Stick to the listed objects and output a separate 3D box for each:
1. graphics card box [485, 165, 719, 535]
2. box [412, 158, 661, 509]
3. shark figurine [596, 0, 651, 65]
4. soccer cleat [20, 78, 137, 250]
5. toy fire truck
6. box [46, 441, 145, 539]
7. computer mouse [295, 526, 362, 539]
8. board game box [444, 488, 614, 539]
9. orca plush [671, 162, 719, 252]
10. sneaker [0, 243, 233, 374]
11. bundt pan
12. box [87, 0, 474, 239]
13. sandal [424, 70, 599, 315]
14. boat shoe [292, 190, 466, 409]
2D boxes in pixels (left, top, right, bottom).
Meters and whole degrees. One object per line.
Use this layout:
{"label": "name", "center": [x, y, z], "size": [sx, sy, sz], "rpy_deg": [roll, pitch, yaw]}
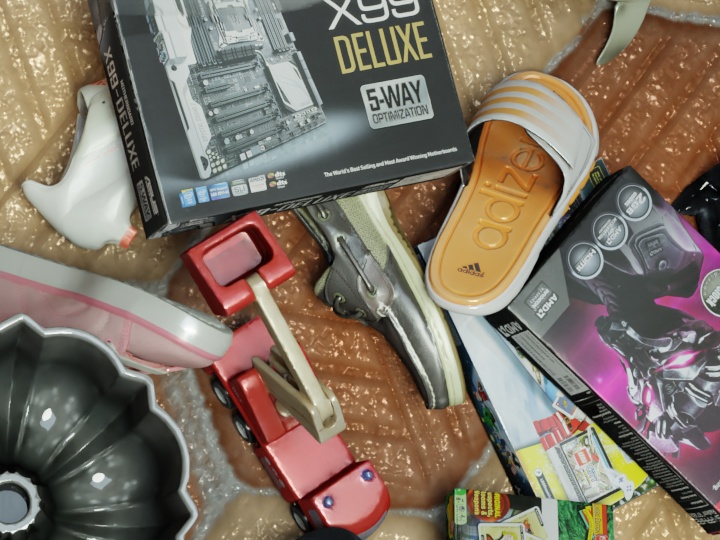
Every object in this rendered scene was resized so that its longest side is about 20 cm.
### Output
{"label": "graphics card box", "center": [0.189, 0.049, 1.629], "size": [0.200, 0.051, 0.126], "rpy_deg": [44, 74, -4]}
{"label": "box", "center": [0.131, 0.049, 1.659], "size": [0.136, 0.038, 0.201], "rpy_deg": [-25, 88, -17]}
{"label": "shark figurine", "center": [0.136, -0.214, 1.670], "size": [0.089, 0.214, 0.128], "rpy_deg": [44, 105, 33]}
{"label": "soccer cleat", "center": [-0.125, -0.105, 1.602], "size": [0.077, 0.069, 0.201], "rpy_deg": [34, 78, -4]}
{"label": "toy fire truck", "center": [-0.041, 0.070, 1.557], "size": [0.049, 0.141, 0.201], "rpy_deg": [-32, 90, -17]}
{"label": "box", "center": [-0.202, 0.206, 1.512], "size": [0.200, 0.106, 0.123], "rpy_deg": [-36, 90, -16]}
{"label": "computer mouse", "center": [-0.062, 0.209, 1.494], "size": [0.200, 0.058, 0.034], "rpy_deg": [-38, 122, -39]}
{"label": "board game box", "center": [0.102, 0.229, 1.567], "size": [0.104, 0.023, 0.201], "rpy_deg": [8, 64, -17]}
{"label": "orca plush", "center": [0.288, 0.012, 1.689], "size": [0.105, 0.071, 0.201], "rpy_deg": [-28, 89, -17]}
{"label": "sneaker", "center": [-0.160, 0.052, 1.520], "size": [0.075, 0.200, 0.105], "rpy_deg": [25, 83, -49]}
{"label": "bundt pan", "center": [-0.191, 0.129, 1.434], "size": [0.201, 0.076, 0.203], "rpy_deg": [2, 78, -11]}
{"label": "box", "center": [-0.047, -0.116, 1.561], "size": [0.199, 0.050, 0.159], "rpy_deg": [-12, 84, -23]}
{"label": "sandal", "center": [0.095, -0.060, 1.613], "size": [0.079, 0.059, 0.207], "rpy_deg": [14, 48, 10]}
{"label": "boat shoe", "center": [0.000, 0.000, 1.621], "size": [0.065, 0.073, 0.201], "rpy_deg": [-26, 82, -9]}
